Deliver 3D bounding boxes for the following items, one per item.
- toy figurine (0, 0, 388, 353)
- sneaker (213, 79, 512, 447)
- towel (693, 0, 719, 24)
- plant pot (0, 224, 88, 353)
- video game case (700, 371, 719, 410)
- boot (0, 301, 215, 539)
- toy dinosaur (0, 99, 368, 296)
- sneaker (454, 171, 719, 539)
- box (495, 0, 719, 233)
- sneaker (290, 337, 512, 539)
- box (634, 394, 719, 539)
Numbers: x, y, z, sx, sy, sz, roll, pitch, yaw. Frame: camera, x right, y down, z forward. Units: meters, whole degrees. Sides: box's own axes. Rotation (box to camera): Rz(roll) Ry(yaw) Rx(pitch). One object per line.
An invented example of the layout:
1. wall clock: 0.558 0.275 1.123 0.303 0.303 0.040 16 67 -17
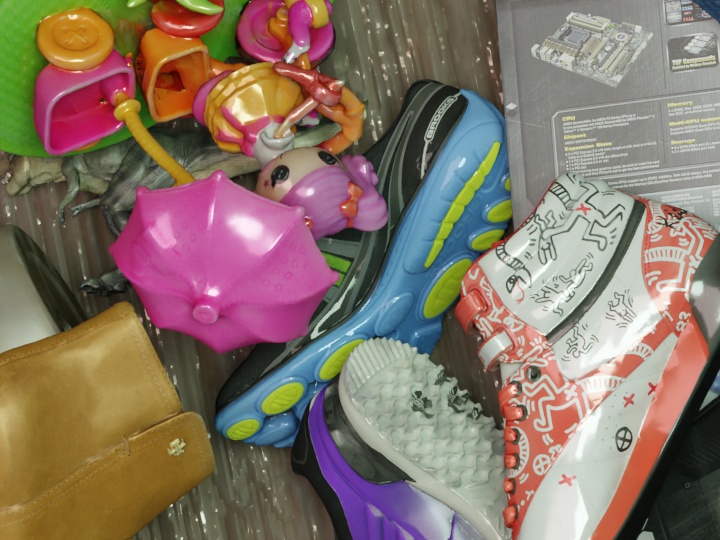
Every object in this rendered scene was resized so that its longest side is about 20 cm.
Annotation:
1. toy figurine: -0.056 -0.050 1.250 0.185 0.199 0.151 58 154 32
2. sneaker: 0.000 0.000 1.307 0.200 0.071 0.083 -55 46 15
3. towel: 0.213 -0.176 1.155 0.112 0.049 0.200 41 93 28
4. plant pot: -0.205 0.072 1.336 0.173 0.200 0.201 -32 75 1
5. video game case: 0.159 -0.032 1.258 0.142 0.018 0.202 -10 84 22
6. boot: -0.126 0.123 1.261 0.071 0.143 0.202 37 146 54
7. toy dinosaur: -0.093 -0.033 1.355 0.198 0.047 0.089 -3 80 20
8. sneaker: 0.078 0.059 1.183 0.107 0.067 0.202 27 88 14
9. box: 0.159 -0.091 1.223 0.199 0.048 0.160 -7 83 21
10. sneaker: 0.044 0.129 1.278 0.200 0.069 0.100 50 132 4
11. box: 0.174 0.134 1.154 0.160 0.049 0.201 -43 35 24
